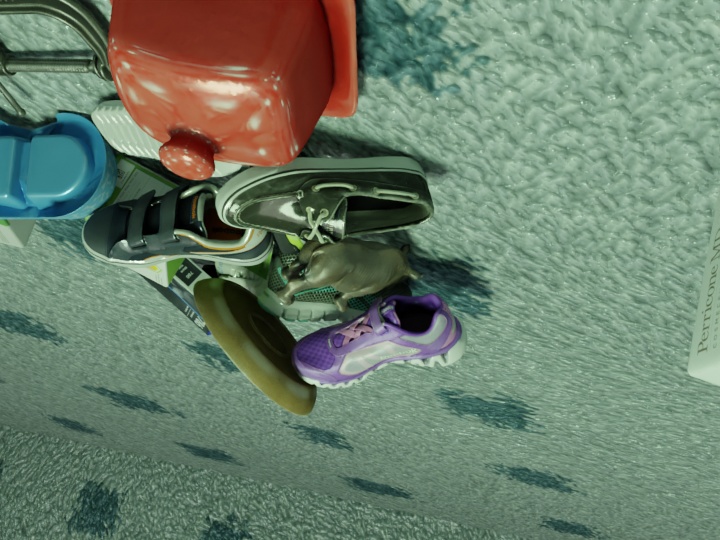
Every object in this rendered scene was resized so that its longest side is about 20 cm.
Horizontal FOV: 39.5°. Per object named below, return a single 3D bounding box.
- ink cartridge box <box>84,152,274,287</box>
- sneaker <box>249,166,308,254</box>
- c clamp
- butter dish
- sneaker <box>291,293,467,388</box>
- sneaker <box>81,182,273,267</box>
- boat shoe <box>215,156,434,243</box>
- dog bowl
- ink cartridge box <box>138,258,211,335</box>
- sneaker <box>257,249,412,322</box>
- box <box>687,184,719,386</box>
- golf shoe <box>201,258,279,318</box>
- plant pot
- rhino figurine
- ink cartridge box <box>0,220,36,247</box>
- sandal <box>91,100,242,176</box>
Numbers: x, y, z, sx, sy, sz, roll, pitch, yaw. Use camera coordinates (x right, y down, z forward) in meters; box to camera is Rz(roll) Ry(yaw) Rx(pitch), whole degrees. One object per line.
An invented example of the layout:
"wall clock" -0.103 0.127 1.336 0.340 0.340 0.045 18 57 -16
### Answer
"ink cartridge box" -0.206 -0.031 1.149 0.200 0.076 0.148 29 159 1
"sneaker" -0.061 -0.087 1.006 0.083 0.072 0.200 -16 154 1
"c clamp" -0.294 -0.203 0.909 0.200 0.027 0.171 4 151 31
"butter dish" -0.112 -0.139 0.765 0.199 0.148 0.200 13 158 6
"sneaker" 0.017 0.069 1.115 0.200 0.081 0.089 -12 146 3
"sneaker" -0.191 -0.050 1.028 0.199 0.079 0.079 0 157 0
"boat shoe" -0.031 -0.061 0.920 0.199 0.064 0.071 -8 138 -8
"dog bowl" -0.348 -0.104 1.062 0.199 0.112 0.050 0 169 15
"ink cartridge box" -0.223 0.022 1.300 0.200 0.039 0.099 40 156 -1
"sneaker" -0.020 0.012 1.185 0.200 0.091 0.078 2 -161 -32
"box" 0.371 -0.002 0.701 0.199 0.199 0.171 19 159 -6
"golf shoe" -0.140 0.014 1.277 0.097 0.078 0.200 33 153 -25
"plant pot" -0.113 0.080 1.156 0.200 0.027 0.200 48 -171 -11
"rhino figurine" 0.000 0.000 1.083 0.087 0.060 0.200 -42 152 30
"ink cartridge box" -0.497 -0.111 1.189 0.199 0.084 0.145 14 159 4
"sandal" -0.182 -0.141 0.954 0.202 0.050 0.083 16 148 36
